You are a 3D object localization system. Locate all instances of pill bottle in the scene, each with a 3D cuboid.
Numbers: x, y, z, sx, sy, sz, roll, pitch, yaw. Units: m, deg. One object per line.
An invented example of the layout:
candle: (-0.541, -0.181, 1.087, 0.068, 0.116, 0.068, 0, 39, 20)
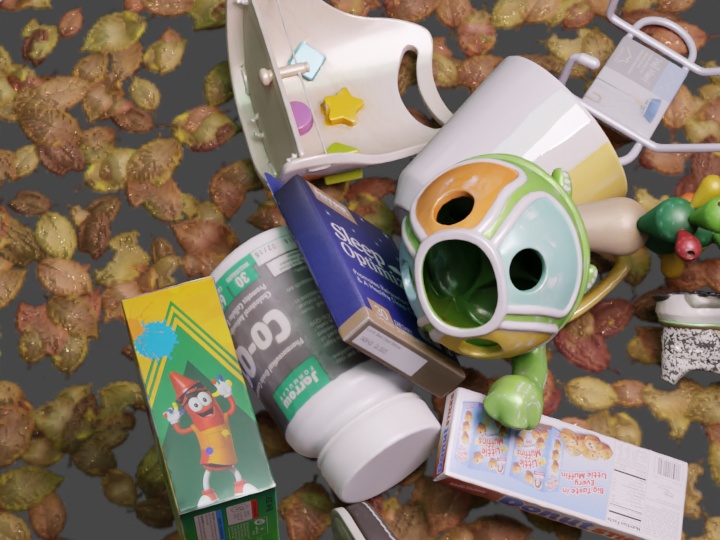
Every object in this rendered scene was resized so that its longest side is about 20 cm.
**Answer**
pill bottle: (-0.029, 0.072, 1.327, 0.113, 0.113, 0.200, -30, 66, -15)

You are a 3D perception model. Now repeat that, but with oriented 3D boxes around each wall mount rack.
wall mount rack: (0.267, -0.158, 1.450, 0.174, 0.075, 0.200, 30, 52, 6)

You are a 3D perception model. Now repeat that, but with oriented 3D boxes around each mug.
mug: (0.122, -0.058, 1.383, 0.153, 0.149, 0.187, -39, 63, -10)

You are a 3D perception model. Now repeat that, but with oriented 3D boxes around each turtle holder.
turtle holder: (0.089, 0.012, 1.261, 0.141, 0.186, 0.132, 19, 21, 16)

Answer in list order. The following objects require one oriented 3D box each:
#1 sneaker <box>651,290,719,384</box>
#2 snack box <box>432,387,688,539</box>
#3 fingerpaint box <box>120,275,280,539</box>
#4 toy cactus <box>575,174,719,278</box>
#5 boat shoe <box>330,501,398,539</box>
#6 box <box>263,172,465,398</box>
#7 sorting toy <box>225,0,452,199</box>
sneaker: (0.326, 0.069, 1.369, 0.199, 0.077, 0.089, 9, 94, 3)
snack box: (0.154, 0.152, 1.297, 0.200, 0.024, 0.072, 19, 63, -15)
fingerpaint box: (-0.112, 0.126, 1.250, 0.073, 0.200, 0.167, -15, 63, -9)
toy cactus: (0.236, -0.025, 1.318, 0.165, 0.200, 0.103, 0, 97, 6)
boat shoe: (0.049, 0.252, 1.262, 0.060, 0.072, 0.201, -28, 73, -18)
box: (0.000, 0.000, 1.314, 0.032, 0.121, 0.200, -43, 45, 15)
sorting toy: (-0.008, -0.149, 1.456, 0.180, 0.107, 0.200, -9, 59, -15)
